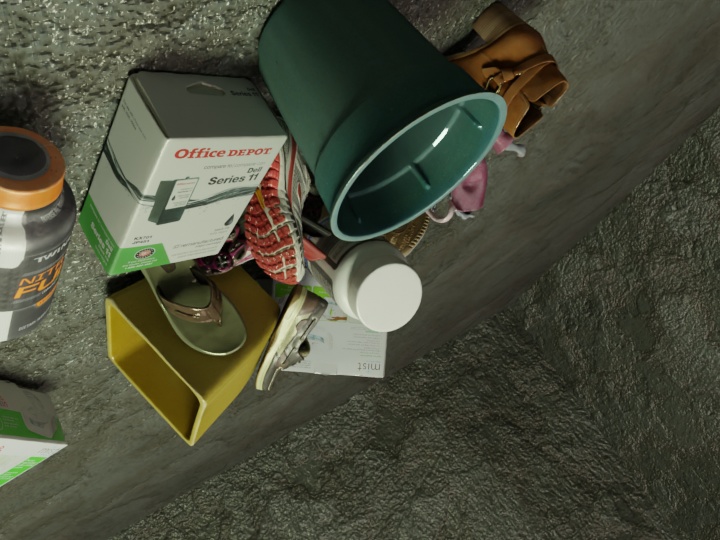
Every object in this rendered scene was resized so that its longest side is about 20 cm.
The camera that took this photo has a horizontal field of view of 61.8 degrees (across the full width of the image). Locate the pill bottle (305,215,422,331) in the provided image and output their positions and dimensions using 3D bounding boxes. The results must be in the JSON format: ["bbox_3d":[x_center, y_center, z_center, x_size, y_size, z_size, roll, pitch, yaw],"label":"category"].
[{"bbox_3d":[0.000,0.000,0.846,0.112,0.200,0.115,-9,115,-21],"label":"pill bottle"}]

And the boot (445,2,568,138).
[{"bbox_3d":[0.167,-0.227,0.796,0.200,0.156,0.076,-44,151,28],"label":"boot"}]

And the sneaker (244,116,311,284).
[{"bbox_3d":[-0.088,-0.081,0.709,0.077,0.203,0.082,8,-160,37],"label":"sneaker"}]

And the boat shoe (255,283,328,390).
[{"bbox_3d":[-0.108,0.115,0.920,0.073,0.064,0.201,-75,-170,-57],"label":"boat shoe"}]

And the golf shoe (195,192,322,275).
[{"bbox_3d":[-0.149,-0.057,0.849,0.198,0.073,0.092,-26,-175,-19],"label":"golf shoe"}]

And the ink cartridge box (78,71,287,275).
[{"bbox_3d":[-0.186,-0.097,0.626,0.146,0.083,0.200,-16,154,-46],"label":"ink cartridge box"}]

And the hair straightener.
[{"bbox_3d":[-0.109,-0.090,0.775,0.041,0.078,0.199,-9,148,42],"label":"hair straightener"}]

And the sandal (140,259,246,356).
[{"bbox_3d":[-0.214,0.030,0.749,0.080,0.202,0.057,-41,-155,-19],"label":"sandal"}]

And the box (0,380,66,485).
[{"bbox_3d":[-0.542,0.236,0.819,0.175,0.097,0.200,-30,161,-7],"label":"box"}]

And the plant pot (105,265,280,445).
[{"bbox_3d":[-0.234,0.096,0.898,0.200,0.195,0.195,-42,170,-36],"label":"plant pot"}]

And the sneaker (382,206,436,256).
[{"bbox_3d":[0.087,-0.095,1.026,0.109,0.069,0.202,87,24,-70],"label":"sneaker"}]

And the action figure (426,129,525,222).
[{"bbox_3d":[0.156,-0.191,0.899,0.148,0.134,0.202,-18,133,-32],"label":"action figure"}]

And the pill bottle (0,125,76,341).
[{"bbox_3d":[-0.315,-0.031,0.531,0.106,0.107,0.200,-16,155,-44],"label":"pill bottle"}]

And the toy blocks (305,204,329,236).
[{"bbox_3d":[-0.005,-0.089,0.998,0.137,0.100,0.199,-55,157,22],"label":"toy blocks"}]

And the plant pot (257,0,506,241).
[{"bbox_3d":[0.005,-0.168,0.597,0.199,0.197,0.201,-31,162,-11],"label":"plant pot"}]

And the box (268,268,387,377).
[{"bbox_3d":[-0.052,0.081,1.023,0.197,0.179,0.097,3,-174,-2],"label":"box"}]

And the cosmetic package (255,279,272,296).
[{"bbox_3d":[-0.220,0.094,1.126,0.200,0.051,0.082,-42,159,23],"label":"cosmetic package"}]
